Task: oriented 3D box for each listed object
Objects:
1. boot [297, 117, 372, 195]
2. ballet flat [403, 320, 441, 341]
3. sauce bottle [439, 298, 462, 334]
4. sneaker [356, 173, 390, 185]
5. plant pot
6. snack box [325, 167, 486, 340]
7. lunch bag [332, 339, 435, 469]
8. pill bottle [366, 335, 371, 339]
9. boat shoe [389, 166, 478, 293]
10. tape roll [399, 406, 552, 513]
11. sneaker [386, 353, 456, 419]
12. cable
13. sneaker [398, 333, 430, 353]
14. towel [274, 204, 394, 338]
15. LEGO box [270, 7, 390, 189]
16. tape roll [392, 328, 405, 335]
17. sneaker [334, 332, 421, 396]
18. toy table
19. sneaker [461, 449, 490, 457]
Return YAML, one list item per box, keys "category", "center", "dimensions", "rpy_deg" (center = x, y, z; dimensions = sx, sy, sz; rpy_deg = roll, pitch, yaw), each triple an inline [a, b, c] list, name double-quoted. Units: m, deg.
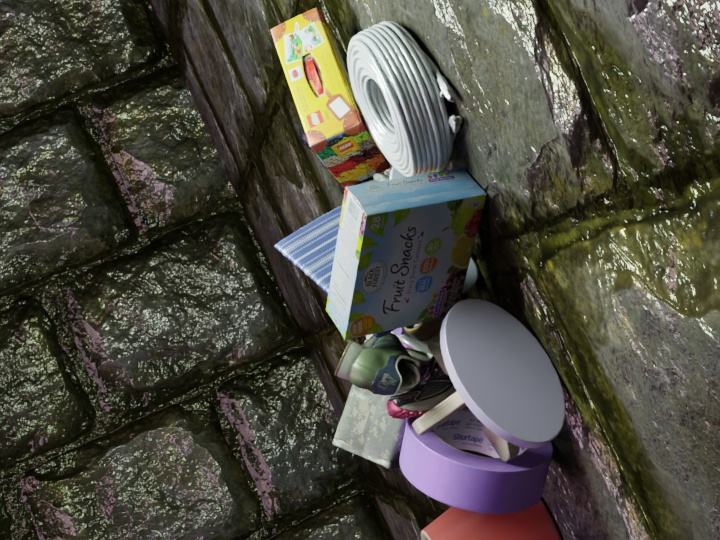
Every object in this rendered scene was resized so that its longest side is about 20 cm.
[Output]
- category: "boot"
  center: [-0.048, -0.218, 1.804]
  dimensions: [0.168, 0.076, 0.200]
  rpy_deg: [56, 172, 25]
- category: "ballet flat"
  center: [0.079, -0.001, 1.574]
  dimensions: [0.063, 0.068, 0.201]
  rpy_deg: [13, -114, -56]
- category: "sauce bottle"
  center: [0.145, 0.104, 1.617]
  dimensions: [0.201, 0.065, 0.065]
  rpy_deg: [64, 169, 6]
- category: "sneaker"
  center: [0.007, -0.091, 1.614]
  dimensions: [0.200, 0.081, 0.075]
  rpy_deg: [-34, 52, 50]
- category: "plant pot"
  center: [0.204, 0.435, 1.744]
  dimensions: [0.201, 0.177, 0.201]
  rpy_deg: [60, 168, 22]
- category: "snack box"
  center: [0.053, -0.020, 1.382]
  dimensions: [0.068, 0.168, 0.201]
  rpy_deg: [55, 146, 42]
- category: "lunch bag"
  center: [0.064, 0.199, 1.639]
  dimensions: [0.117, 0.165, 0.200]
  rpy_deg: [19, -178, 25]
- category: "pill bottle"
  center: [0.083, 0.187, 1.958]
  dimensions: [0.110, 0.109, 0.201]
  rpy_deg: [41, 153, 65]
- category: "boat shoe"
  center: [0.096, -0.058, 1.517]
  dimensions: [0.200, 0.070, 0.066]
  rpy_deg: [58, 167, 0]
- category: "tape roll"
  center: [0.155, 0.247, 1.499]
  dimensions: [0.200, 0.199, 0.066]
  rpy_deg: [-135, 50, -60]
- category: "sneaker"
  center: [0.111, 0.140, 1.496]
  dimensions: [0.081, 0.200, 0.075]
  rpy_deg: [-22, 94, 58]
- category: "cable"
  center: [0.049, -0.210, 1.391]
  dimensions: [0.200, 0.069, 0.200]
  rpy_deg: [60, 168, 25]
- category: "sneaker"
  center: [0.083, 0.086, 1.850]
  dimensions: [0.200, 0.100, 0.075]
  rpy_deg: [38, 166, 14]
- category: "towel"
  center: [0.000, 0.000, 1.509]
  dimensions: [0.200, 0.145, 0.024]
  rpy_deg: [41, 138, 20]
- category: "LEGO box"
  center: [-0.041, -0.238, 1.553]
  dimensions: [0.149, 0.077, 0.201]
  rpy_deg: [47, -159, -63]
- category: "tape roll"
  center: [0.055, -0.004, 1.756]
  dimensions: [0.200, 0.085, 0.201]
  rpy_deg: [156, 90, -79]
- category: "sneaker"
  center: [0.038, 0.128, 1.446]
  dimensions: [0.090, 0.067, 0.200]
  rpy_deg: [25, -172, 15]
- category: "toy table"
  center: [0.159, 0.146, 1.397]
  dimensions: [0.201, 0.183, 0.117]
  rpy_deg: [68, 155, 20]
- category: "sneaker"
  center: [0.154, 0.203, 1.669]
  dimensions: [0.200, 0.106, 0.075]
  rpy_deg: [56, 165, 41]
